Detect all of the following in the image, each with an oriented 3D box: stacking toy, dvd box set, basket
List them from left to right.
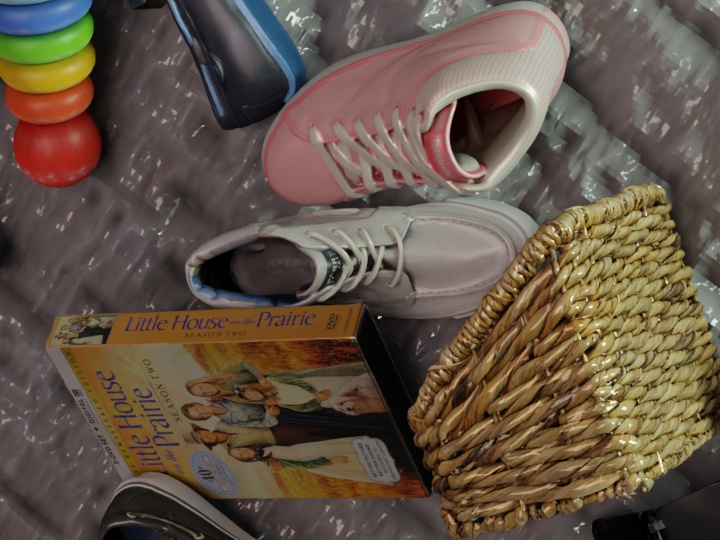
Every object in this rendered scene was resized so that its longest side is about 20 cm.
[{"bbox_3d":[-0.189,-0.138,1.536,0.085,0.085,0.201,9,124,22],"label":"stacking toy"},{"bbox_3d":[-0.068,0.080,1.518,0.199,0.029,0.147,-2,136,23],"label":"dvd box set"},{"bbox_3d":[0.099,0.047,1.396,0.142,0.200,0.149,-18,92,25],"label":"basket"}]

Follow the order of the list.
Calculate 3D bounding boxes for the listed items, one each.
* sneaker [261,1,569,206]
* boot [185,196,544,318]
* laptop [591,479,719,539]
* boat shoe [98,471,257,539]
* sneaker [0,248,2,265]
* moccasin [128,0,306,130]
[{"bbox_3d":[0.023,-0.077,1.456,0.200,0.105,0.075,-24,116,22],"label":"sneaker"},{"bbox_3d":[0.000,0.000,1.488,0.199,0.096,0.074,-6,95,23],"label":"boot"},{"bbox_3d":[0.228,0.192,1.407,0.103,0.200,0.178,-24,86,-12],"label":"laptop"},{"bbox_3d":[-0.070,0.196,1.546,0.200,0.057,0.069,32,119,2],"label":"boat shoe"},{"bbox_3d":[-0.277,-0.092,1.606,0.200,0.076,0.116,43,107,13],"label":"sneaker"},{"bbox_3d":[-0.111,-0.173,1.520,0.068,0.080,0.200,-34,82,15],"label":"moccasin"}]
